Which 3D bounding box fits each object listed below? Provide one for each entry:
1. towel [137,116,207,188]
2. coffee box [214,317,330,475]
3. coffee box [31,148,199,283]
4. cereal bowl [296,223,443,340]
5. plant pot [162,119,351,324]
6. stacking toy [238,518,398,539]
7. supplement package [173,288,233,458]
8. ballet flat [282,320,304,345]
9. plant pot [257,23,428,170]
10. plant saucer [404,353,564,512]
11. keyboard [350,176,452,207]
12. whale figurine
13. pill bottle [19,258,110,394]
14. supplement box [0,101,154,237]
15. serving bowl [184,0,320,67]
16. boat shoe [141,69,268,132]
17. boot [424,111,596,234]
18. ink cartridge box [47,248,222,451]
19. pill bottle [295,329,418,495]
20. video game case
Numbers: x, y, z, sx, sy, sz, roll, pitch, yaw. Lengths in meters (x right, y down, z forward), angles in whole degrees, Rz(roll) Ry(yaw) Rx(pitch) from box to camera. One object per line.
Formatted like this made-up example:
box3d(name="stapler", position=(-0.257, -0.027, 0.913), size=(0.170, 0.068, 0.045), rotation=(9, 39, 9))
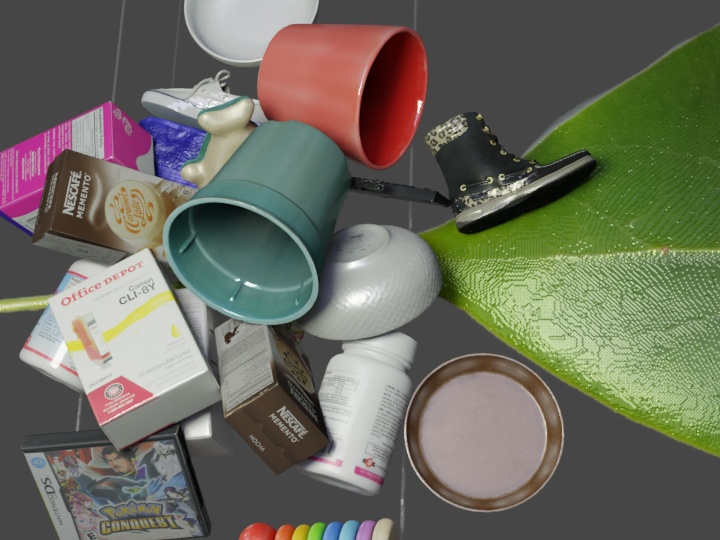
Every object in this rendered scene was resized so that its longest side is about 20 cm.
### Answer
box3d(name="towel", position=(-0.280, -0.115, 1.784), size=(0.148, 0.050, 0.200), rotation=(15, 74, 14))
box3d(name="coffee box", position=(-0.112, 0.141, 1.567), size=(0.080, 0.113, 0.200), rotation=(-33, 29, 8))
box3d(name="coffee box", position=(-0.310, -0.068, 1.648), size=(0.200, 0.080, 0.114), rotation=(16, 71, -27))
box3d(name="cereal bowl", position=(0.000, 0.000, 1.627), size=(0.200, 0.083, 0.200), rotation=(-13, 30, 8))
box3d(name="plant pot", position=(-0.111, -0.072, 1.567), size=(0.200, 0.200, 0.196), rotation=(15, 47, 14))
box3d(name="stacking toy", position=(-0.057, 0.348, 1.579), size=(0.200, 0.085, 0.085), rotation=(0, 71, 14))
box3d(name="supplement package", position=(-0.239, 0.138, 1.654), size=(0.121, 0.120, 0.200), rotation=(-7, 70, 7))
box3d(name="ballet flat", position=(-0.119, 0.010, 1.708), size=(0.076, 0.064, 0.200), rotation=(-12, 71, 4))
box3d(name="plant pot", position=(-0.029, -0.250, 1.724), size=(0.177, 0.200, 0.201), rotation=(17, 75, 25))
box3d(name="plant saucer", position=(0.155, 0.205, 1.604), size=(0.200, 0.034, 0.200), rotation=(-1, 75, 2))
box3d(name="keyboard", position=(0.011, -0.112, 1.680), size=(0.200, 0.127, 0.021), rotation=(10, 90, 24))
box3d(name="whale figurine", position=(-0.170, -0.167, 1.701), size=(0.159, 0.200, 0.104), rotation=(-21, 55, -6))
box3d(name="pill bottle", position=(-0.363, 0.057, 1.708), size=(0.109, 0.109, 0.200), rotation=(24, 76, 16))
box3d(name="supplement box", position=(-0.392, -0.134, 1.746), size=(0.200, 0.101, 0.103), rotation=(-20, 57, 19))
box3d(name="serving bowl", position=(-0.151, -0.377, 1.844), size=(0.200, 0.066, 0.200), rotation=(-3, 70, 8))
box3d(name="boat shoe", position=(-0.206, -0.242, 1.803), size=(0.202, 0.075, 0.086), rotation=(15, 74, 10))
box3d(name="boot", position=(0.197, -0.155, 1.704), size=(0.203, 0.073, 0.154), rotation=(-25, 71, 8))
box3d(name="ink cartridge box", position=(-0.276, 0.093, 1.549), size=(0.145, 0.083, 0.200), rotation=(-27, 59, -6))
box3d(name="pill bottle", position=(0.000, 0.173, 1.607), size=(0.113, 0.113, 0.200), rotation=(15, 75, 14))
box3d(name="video game case", position=(-0.304, 0.273, 1.598), size=(0.200, 0.181, 0.026), rotation=(-6, 35, 7))
